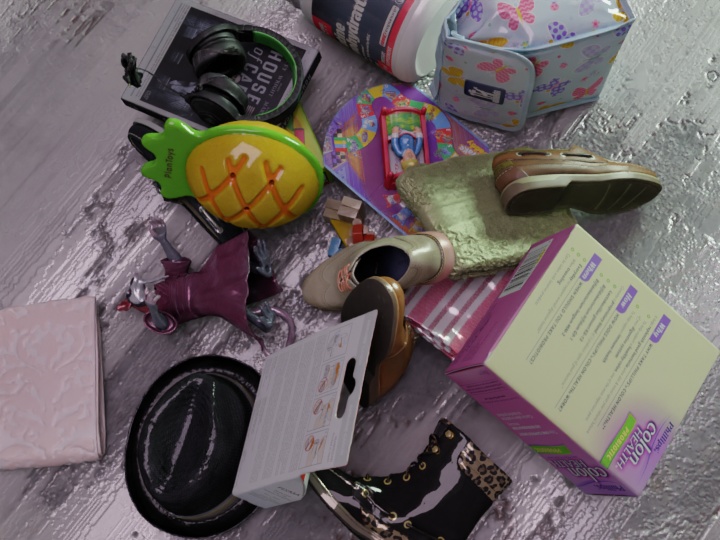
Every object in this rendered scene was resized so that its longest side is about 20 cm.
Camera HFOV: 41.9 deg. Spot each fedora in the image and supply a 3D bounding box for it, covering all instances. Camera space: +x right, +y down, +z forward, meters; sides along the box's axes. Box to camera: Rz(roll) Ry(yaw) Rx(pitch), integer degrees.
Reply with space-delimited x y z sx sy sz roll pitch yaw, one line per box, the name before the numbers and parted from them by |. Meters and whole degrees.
fedora | -0.178 0.182 1.008 0.199 0.092 0.202 -2 73 6

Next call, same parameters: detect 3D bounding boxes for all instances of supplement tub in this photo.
supplement tub | 0.017 -0.328 1.116 0.199 0.140 0.141 34 80 16

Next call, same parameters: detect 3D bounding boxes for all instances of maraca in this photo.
maraca | -0.138 -0.107 1.022 0.198 0.138 0.107 10 46 -7

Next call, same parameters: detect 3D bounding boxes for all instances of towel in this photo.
towel | 0.154 0.050 1.010 0.200 0.030 0.147 38 68 7
towel | -0.394 0.134 1.085 0.198 0.032 0.192 -7 71 5
towel | 0.146 -0.064 1.031 0.199 0.037 0.149 -14 64 -30

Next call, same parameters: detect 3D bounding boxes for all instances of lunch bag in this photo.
lunch bag | 0.180 -0.243 1.048 0.198 0.170 0.128 -14 71 -5

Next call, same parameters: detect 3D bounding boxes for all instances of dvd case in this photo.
dvd case | -0.166 -0.229 1.121 0.199 0.025 0.151 23 78 15

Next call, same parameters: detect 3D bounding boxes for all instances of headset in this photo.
headset | -0.163 -0.222 1.056 0.198 0.094 0.124 -3 72 -5

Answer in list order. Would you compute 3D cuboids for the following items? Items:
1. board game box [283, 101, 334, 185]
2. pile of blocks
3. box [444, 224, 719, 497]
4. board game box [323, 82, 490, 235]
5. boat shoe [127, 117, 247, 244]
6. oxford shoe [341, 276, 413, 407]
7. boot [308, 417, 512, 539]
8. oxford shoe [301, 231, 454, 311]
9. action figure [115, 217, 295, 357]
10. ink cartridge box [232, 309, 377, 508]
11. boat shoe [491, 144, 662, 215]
board game box | -0.117 -0.180 1.137 0.101 0.048 0.201 -23 71 0
pile of blocks | 0.007 -0.003 1.058 0.082 0.062 0.200 -35 71 -4
box | 0.219 0.091 0.932 0.200 0.097 0.176 39 70 -6
board game box | 0.059 -0.138 1.080 0.200 0.039 0.158 41 71 8
boat shoe | -0.211 -0.104 1.112 0.200 0.076 0.060 37 75 17
oxford shoe | 0.024 0.063 0.968 0.071 0.201 0.071 -28 63 -23
boot | 0.045 0.216 0.979 0.200 0.073 0.151 40 83 13
oxford shoe | 0.000 0.000 0.985 0.199 0.074 0.071 -21 80 40
action figure | -0.184 0.026 1.073 0.199 0.149 0.135 -11 45 24
ink cartridge box | -0.044 0.140 0.933 0.047 0.199 0.161 30 56 -28
boat shoe | 0.239 -0.107 1.030 0.199 0.072 0.068 -1 58 -23
